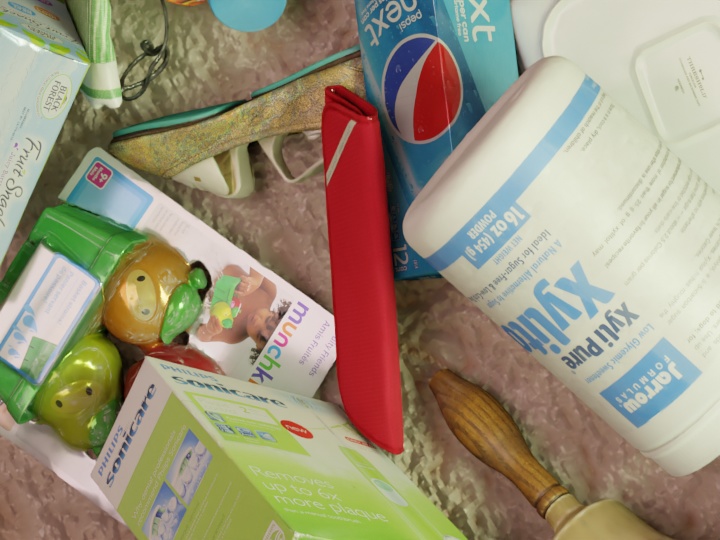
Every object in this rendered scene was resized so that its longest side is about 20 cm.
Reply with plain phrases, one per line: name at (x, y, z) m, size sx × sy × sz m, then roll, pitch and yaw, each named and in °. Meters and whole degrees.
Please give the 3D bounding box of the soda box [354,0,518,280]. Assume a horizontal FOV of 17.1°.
soda box at (0.047, -0.098, 1.360) m, size 0.064 × 0.068 × 0.202 m, roll -10°, pitch 86°, yaw 44°

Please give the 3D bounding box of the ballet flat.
ballet flat at (-0.062, -0.078, 1.425) m, size 0.199 × 0.071 × 0.071 m, roll -17°, pitch 83°, yaw 24°

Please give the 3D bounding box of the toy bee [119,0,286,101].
toy bee at (-0.087, -0.188, 1.399) m, size 0.200 × 0.109 × 0.131 m, roll -41°, pitch 33°, yaw 1°

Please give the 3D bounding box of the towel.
towel at (-0.160, -0.204, 1.425) m, size 0.023 × 0.153 × 0.202 m, roll -1°, pitch 102°, yaw -12°

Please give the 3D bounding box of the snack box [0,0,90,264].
snack box at (-0.234, -0.089, 1.445) m, size 0.067 × 0.200 × 0.170 m, roll 21°, pitch 105°, yaw -20°

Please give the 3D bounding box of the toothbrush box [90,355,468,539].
toothbrush box at (-0.039, 0.142, 1.330) m, size 0.200 × 0.145 × 0.087 m, roll 41°, pitch 110°, yaw 52°

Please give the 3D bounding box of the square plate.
square plate at (0.187, -0.101, 1.320) m, size 0.197 × 0.028 × 0.202 m, roll -24°, pitch 80°, yaw 24°

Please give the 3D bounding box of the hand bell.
hand bell at (0.105, 0.126, 1.348) m, size 0.104 × 0.104 × 0.200 m, roll -53°, pitch 57°, yaw 17°

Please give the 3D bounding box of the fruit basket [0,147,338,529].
fruit basket at (-0.134, 0.056, 1.447) m, size 0.199 × 0.094 × 0.186 m, roll 37°, pitch 101°, yaw 14°

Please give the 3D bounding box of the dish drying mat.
dish drying mat at (0.000, 0.000, 1.367) m, size 0.077 × 0.018 × 0.202 m, roll -143°, pitch 47°, yaw -61°

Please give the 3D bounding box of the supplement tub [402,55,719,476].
supplement tub at (0.132, -0.004, 1.257) m, size 0.200 × 0.132 × 0.132 m, roll 41°, pitch 109°, yaw -3°
